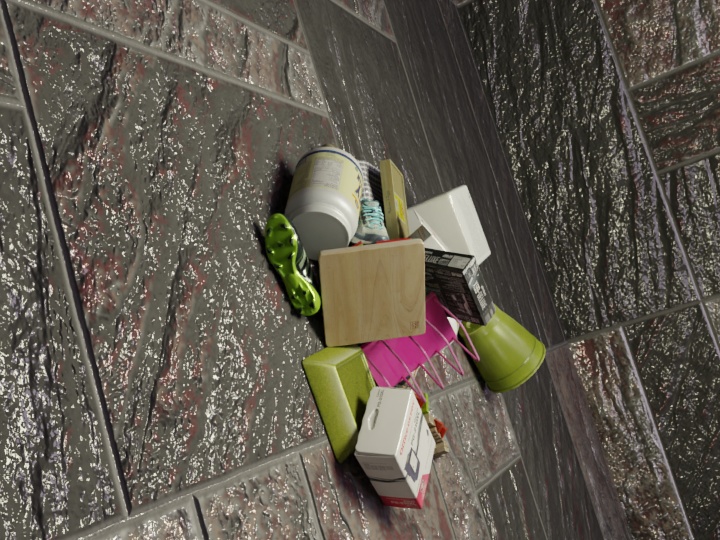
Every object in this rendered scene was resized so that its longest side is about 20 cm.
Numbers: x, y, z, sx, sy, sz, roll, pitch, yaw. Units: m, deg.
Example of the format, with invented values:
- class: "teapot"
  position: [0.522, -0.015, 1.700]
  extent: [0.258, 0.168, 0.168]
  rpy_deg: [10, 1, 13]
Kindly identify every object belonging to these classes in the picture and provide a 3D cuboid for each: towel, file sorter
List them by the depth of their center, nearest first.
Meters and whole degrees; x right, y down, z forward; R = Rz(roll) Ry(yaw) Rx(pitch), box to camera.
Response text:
- class: "file sorter"
  position: [0.123, 0.176, 1.685]
  extent: [0.125, 0.199, 0.140]
  rpy_deg: [44, -13, 52]
- class: "towel"
  position: [0.030, -0.153, 1.948]
  extent: [0.200, 0.085, 0.167]
  rpy_deg: [24, 51, -59]

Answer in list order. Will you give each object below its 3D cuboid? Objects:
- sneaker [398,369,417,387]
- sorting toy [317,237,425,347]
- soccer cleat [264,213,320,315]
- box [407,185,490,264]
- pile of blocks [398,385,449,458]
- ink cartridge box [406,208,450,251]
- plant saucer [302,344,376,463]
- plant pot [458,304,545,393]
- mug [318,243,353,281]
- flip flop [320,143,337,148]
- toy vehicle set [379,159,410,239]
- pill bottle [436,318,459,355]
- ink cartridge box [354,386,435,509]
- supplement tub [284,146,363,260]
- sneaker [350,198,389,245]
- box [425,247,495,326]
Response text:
- class: "sneaker"
  position: [0.097, 0.166, 1.855]
  extent: [0.079, 0.078, 0.202]
  rpy_deg: [43, 46, -37]
- class: "sorting toy"
  position: [0.020, 0.032, 1.591]
  extent: [0.070, 0.196, 0.202]
  rpy_deg: [-109, -166, -60]
- class: "soccer cleat"
  position: [-0.124, -0.013, 1.540]
  extent: [0.081, 0.067, 0.202]
  rpy_deg: [-66, 139, -71]
- class: "box"
  position: [0.195, -0.084, 2.107]
  extent: [0.202, 0.197, 0.171]
  rpy_deg: [68, 24, -3]
- class: "pile of blocks"
  position: [0.155, 0.333, 1.864]
  extent: [0.201, 0.062, 0.082]
  rpy_deg: [60, 25, -22]
- class: "ink cartridge box"
  position: [0.161, -0.031, 1.819]
  extent: [0.200, 0.068, 0.115]
  rpy_deg: [48, 9, -15]
- class: "plant saucer"
  position: [-0.017, 0.237, 1.584]
  extent: [0.199, 0.047, 0.202]
  rpy_deg: [-19, 90, -67]
- class: "plant pot"
  position: [0.381, 0.202, 2.331]
  extent: [0.193, 0.200, 0.201]
  rpy_deg: [49, 29, -15]
- class: "mug"
  position: [-0.003, 0.004, 1.713]
  extent: [0.152, 0.113, 0.187]
  rpy_deg: [5, 68, -64]
- class: "flip flop"
  position: [-0.053, -0.180, 1.809]
  extent: [0.057, 0.081, 0.202]
  rpy_deg: [-14, 83, -49]
- class: "toy vehicle set"
  position: [0.081, -0.140, 1.899]
  extent: [0.124, 0.026, 0.202]
  rpy_deg: [36, 47, -69]
- class: "pill bottle"
  position: [0.182, 0.124, 2.019]
  extent: [0.121, 0.119, 0.200]
  rpy_deg: [63, 24, -14]
- class: "ink cartridge box"
  position: [0.069, 0.335, 1.568]
  extent: [0.201, 0.083, 0.146]
  rpy_deg: [66, 32, -44]
- class: "supplement tub"
  position: [-0.072, -0.131, 1.635]
  extent: [0.145, 0.144, 0.201]
  rpy_deg: [53, 29, -34]
- class: "sneaker"
  position: [0.012, -0.098, 1.678]
  extent: [0.200, 0.077, 0.087]
  rpy_deg: [-133, -125, -67]
- class: "box"
  position: [0.167, 0.028, 1.717]
  extent: [0.050, 0.199, 0.158]
  rpy_deg: [-51, 132, -28]
